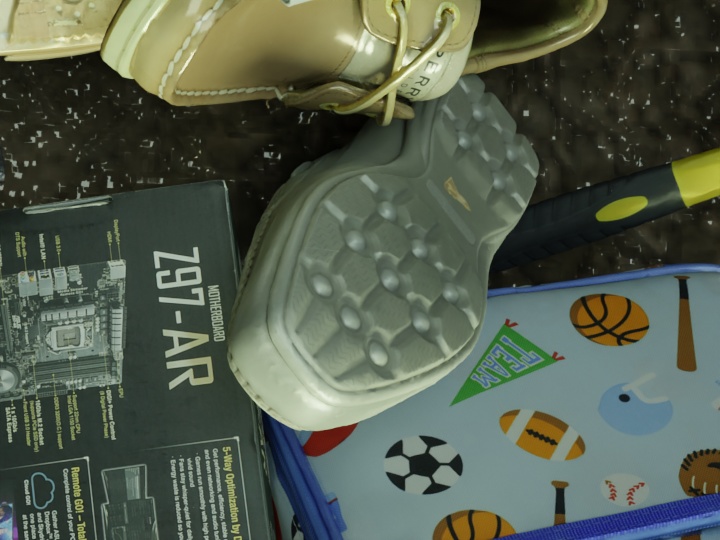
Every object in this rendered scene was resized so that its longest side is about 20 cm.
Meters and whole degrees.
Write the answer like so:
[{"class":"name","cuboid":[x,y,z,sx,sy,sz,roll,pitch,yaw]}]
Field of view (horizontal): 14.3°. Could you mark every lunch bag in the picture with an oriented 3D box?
[{"class":"lunch bag","cuboid":[0.074,0.075,0.882,0.199,0.161,0.076,-10,132,-16]}]

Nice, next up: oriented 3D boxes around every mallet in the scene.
[{"class":"mallet","cuboid":[0.113,-0.021,0.920,0.199,0.041,0.066,-26,101,19]}]

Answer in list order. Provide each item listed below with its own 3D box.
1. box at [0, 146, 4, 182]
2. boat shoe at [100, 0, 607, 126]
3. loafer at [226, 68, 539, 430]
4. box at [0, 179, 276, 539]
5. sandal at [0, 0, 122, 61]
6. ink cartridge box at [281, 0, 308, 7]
[{"class":"box","cuboid":[-0.203,-0.111,0.865,0.160,0.049,0.201,-10,89,-17]},{"class":"boat shoe","cuboid":[0.008,-0.081,0.847,0.066,0.074,0.200,48,40,15]},{"class":"loafer","cuboid":[0.000,0.000,0.855,0.070,0.200,0.070,-35,96,26]},{"class":"box","cuboid":[-0.104,0.083,0.834,0.159,0.044,0.201,-8,72,-1]},{"class":"sandal","cuboid":[-0.143,-0.078,0.792,0.211,0.070,0.078,-14,91,-17]},{"class":"ink cartridge box","cuboid":[0.050,-0.167,0.768,0.199,0.146,0.083,-19,51,-31]}]
